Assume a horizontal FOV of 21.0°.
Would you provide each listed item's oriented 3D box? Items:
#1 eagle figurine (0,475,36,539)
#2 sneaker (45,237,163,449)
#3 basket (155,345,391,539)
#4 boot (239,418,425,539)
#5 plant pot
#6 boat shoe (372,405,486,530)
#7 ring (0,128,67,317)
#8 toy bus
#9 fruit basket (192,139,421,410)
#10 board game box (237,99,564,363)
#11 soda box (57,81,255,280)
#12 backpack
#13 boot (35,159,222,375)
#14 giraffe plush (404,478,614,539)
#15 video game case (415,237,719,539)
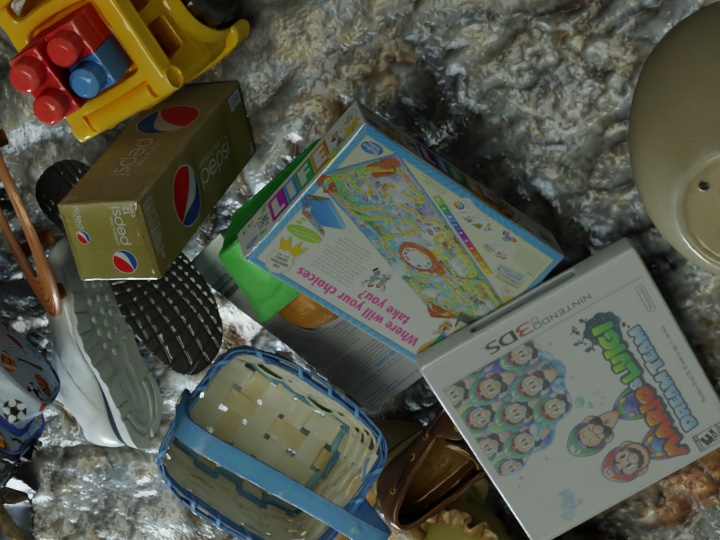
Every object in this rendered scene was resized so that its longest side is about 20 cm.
[{"bbox_3d":[-0.369,0.210,1.755,0.200,0.150,0.152,132,128,-64],"label":"eagle figurine"},{"bbox_3d":[-0.235,0.065,1.633,0.080,0.076,0.201,3,119,30],"label":"sneaker"},{"bbox_3d":[-0.069,0.139,1.470,0.176,0.200,0.139,33,96,-14],"label":"basket"},{"bbox_3d":[-0.009,0.204,1.640,0.200,0.071,0.144,-11,129,16],"label":"boot"},{"bbox_3d":[0.271,-0.069,1.317,0.199,0.135,0.201,9,123,15],"label":"plant pot"},{"bbox_3d":[0.089,0.128,1.515,0.072,0.068,0.200,40,102,-15],"label":"boat shoe"},{"bbox_3d":[-0.276,-0.057,1.529,0.019,0.200,0.201,-24,115,-14],"label":"ring"},{"bbox_3d":[-0.202,-0.194,1.389,0.135,0.192,0.200,-24,107,32],"label":"toy bus"},{"bbox_3d":[0.000,0.000,1.495,0.200,0.094,0.185,36,123,-23],"label":"fruit basket"},{"bbox_3d":[0.030,-0.018,1.397,0.200,0.034,0.134,32,110,-30],"label":"board game box"},{"bbox_3d":[-0.147,-0.069,1.436,0.067,0.200,0.064,-2,119,21],"label":"soda box"},{"bbox_3d":[-0.339,0.100,1.584,0.154,0.190,0.200,-41,93,-4],"label":"backpack"},{"bbox_3d":[-0.175,-0.003,1.530,0.070,0.132,0.200,-36,86,-5],"label":"boot"},{"bbox_3d":[0.105,0.261,1.575,0.162,0.173,0.200,30,117,11],"label":"giraffe plush"},{"bbox_3d":[0.166,0.096,1.460,0.182,0.024,0.200,-30,119,6],"label":"video game case"}]
